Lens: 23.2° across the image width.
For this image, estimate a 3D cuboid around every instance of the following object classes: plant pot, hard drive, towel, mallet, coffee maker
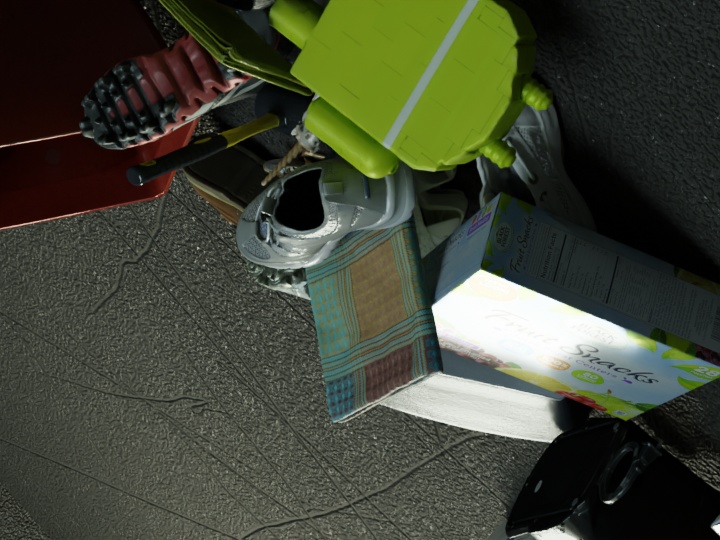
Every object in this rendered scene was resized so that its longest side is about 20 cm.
[{"bbox_3d":[-0.275,-0.162,1.560,0.200,0.199,0.177,127,128,-64],"label":"plant pot"},{"bbox_3d":[0.089,0.093,1.478,0.200,0.042,0.135,11,155,16],"label":"hard drive"},{"bbox_3d":[-0.109,-0.190,1.279,0.086,0.018,0.200,15,-157,-41],"label":"towel"},{"bbox_3d":[-0.099,-0.104,1.400,0.066,0.200,0.041,13,120,32],"label":"mallet"},{"bbox_3d":[0.241,0.222,1.393,0.200,0.135,0.192,37,179,-10],"label":"coffee maker"},{"bbox_3d":[0.000,0.000,1.313,0.147,0.022,0.200,-33,62,53],"label":"towel"}]

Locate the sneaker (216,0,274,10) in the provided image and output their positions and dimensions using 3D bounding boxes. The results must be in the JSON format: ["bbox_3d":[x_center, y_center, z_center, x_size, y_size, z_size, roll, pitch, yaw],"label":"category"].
[{"bbox_3d":[-0.104,-0.285,1.269,0.078,0.090,0.200,-17,118,13],"label":"sneaker"}]

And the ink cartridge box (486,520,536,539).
[{"bbox_3d":[0.196,0.290,1.678,0.117,0.067,0.200,47,156,-3],"label":"ink cartridge box"}]

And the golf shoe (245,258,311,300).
[{"bbox_3d":[-0.022,0.003,1.461,0.097,0.078,0.200,31,-179,-37],"label":"golf shoe"}]

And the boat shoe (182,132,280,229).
[{"bbox_3d":[-0.075,-0.053,1.588,0.200,0.072,0.068,40,167,26],"label":"boat shoe"}]

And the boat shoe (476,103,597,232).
[{"bbox_3d":[0.118,-0.050,1.285,0.071,0.069,0.200,17,144,43],"label":"boat shoe"}]

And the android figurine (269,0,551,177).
[{"bbox_3d":[0.035,-0.148,1.165,0.200,0.041,0.182,37,110,18],"label":"android figurine"}]

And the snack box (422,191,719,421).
[{"bbox_3d":[0.150,0.031,1.276,0.200,0.068,0.169,21,157,-13],"label":"snack box"}]

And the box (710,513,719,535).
[{"bbox_3d":[0.360,0.164,1.114,0.200,0.176,0.097,44,155,1],"label":"box"}]

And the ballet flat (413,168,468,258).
[{"bbox_3d":[0.048,-0.063,1.385,0.072,0.072,0.200,23,148,39],"label":"ballet flat"}]

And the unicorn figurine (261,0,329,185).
[{"bbox_3d":[-0.016,-0.164,1.288,0.137,0.074,0.201,-175,83,-65],"label":"unicorn figurine"}]

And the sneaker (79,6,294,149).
[{"bbox_3d":[-0.134,-0.156,1.416,0.200,0.098,0.071,-29,83,23],"label":"sneaker"}]

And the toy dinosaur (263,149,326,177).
[{"bbox_3d":[-0.004,-0.062,1.490,0.200,0.060,0.106,39,176,29],"label":"toy dinosaur"}]

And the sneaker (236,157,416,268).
[{"bbox_3d":[-0.046,-0.050,1.288,0.200,0.082,0.075,-24,71,54],"label":"sneaker"}]
